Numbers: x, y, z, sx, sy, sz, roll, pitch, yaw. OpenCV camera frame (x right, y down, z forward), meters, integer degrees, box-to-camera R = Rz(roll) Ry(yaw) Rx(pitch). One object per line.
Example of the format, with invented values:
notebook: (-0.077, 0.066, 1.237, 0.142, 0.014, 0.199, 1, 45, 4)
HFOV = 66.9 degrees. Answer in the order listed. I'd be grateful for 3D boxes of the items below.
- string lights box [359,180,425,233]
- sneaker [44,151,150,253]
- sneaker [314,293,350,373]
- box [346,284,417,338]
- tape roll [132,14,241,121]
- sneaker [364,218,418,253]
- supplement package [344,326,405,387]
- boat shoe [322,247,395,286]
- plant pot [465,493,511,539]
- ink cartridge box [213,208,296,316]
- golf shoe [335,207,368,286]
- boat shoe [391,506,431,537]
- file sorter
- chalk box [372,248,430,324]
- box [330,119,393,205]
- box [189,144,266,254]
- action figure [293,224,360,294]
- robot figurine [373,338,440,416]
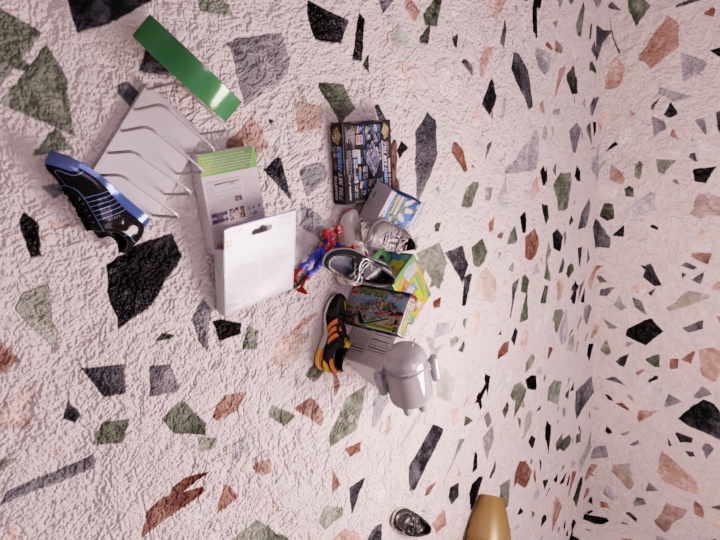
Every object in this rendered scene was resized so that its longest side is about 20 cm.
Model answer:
string lights box: (0.090, -0.165, 1.480, 0.199, 0.059, 0.104, 7, 115, -57)
sneaker: (-0.447, -0.109, 0.914, 0.200, 0.069, 0.079, 46, 58, -43)
sneaker: (-0.052, 0.163, 1.394, 0.069, 0.089, 0.204, 18, 83, -48)
box: (0.044, 0.101, 1.412, 0.035, 0.198, 0.112, 34, 70, -45)
tape roll: (-0.297, -0.348, 0.947, 0.048, 0.201, 0.200, -47, 135, 4)
sneaker: (0.086, -0.084, 1.414, 0.198, 0.082, 0.076, -6, 126, -54)
supplement package: (0.069, 0.250, 1.498, 0.200, 0.154, 0.112, 46, 64, -42)
boat shoe: (0.000, 0.000, 1.324, 0.198, 0.062, 0.076, 20, 102, -35)
plant pot: (0.505, 0.987, 2.124, 0.186, 0.184, 0.204, 37, 57, -45)
ink cartridge box: (-0.223, -0.025, 1.171, 0.195, 0.043, 0.204, -22, 127, -44)
golf shoe: (-0.011, -0.058, 1.406, 0.075, 0.090, 0.205, -5, 99, -46)
boat shoe: (0.172, 0.831, 1.782, 0.200, 0.065, 0.075, 49, 62, -41)
file sorter: (-0.350, -0.209, 0.966, 0.139, 0.123, 0.203, 40, 67, -44)
chalk box: (0.091, 0.028, 1.510, 0.125, 0.122, 0.202, -51, 131, -30)
box: (0.008, -0.285, 1.417, 0.197, 0.049, 0.204, -22, 114, -47)
box: (-0.270, -0.149, 1.136, 0.143, 0.036, 0.204, -22, 114, -45)
action figure: (-0.080, -0.035, 1.329, 0.202, 0.098, 0.066, -60, 135, -26)
robot figurine: (0.116, 0.260, 1.352, 0.166, 0.113, 0.204, -15, 114, -7)
